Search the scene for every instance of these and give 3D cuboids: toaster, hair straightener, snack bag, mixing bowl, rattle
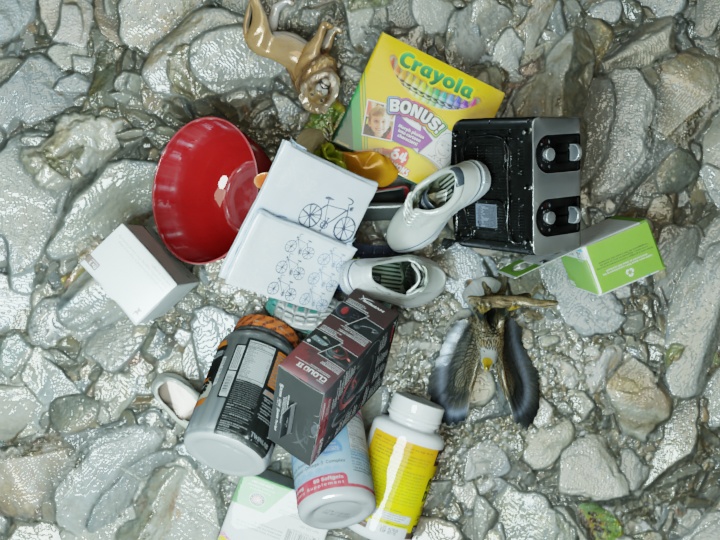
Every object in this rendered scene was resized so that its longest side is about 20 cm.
[{"bbox_3d":[0.208,-0.117,1.408,0.118,0.199,0.183,-7,99,-34],"label":"toaster"},{"bbox_3d":[-0.024,-0.080,1.482,0.197,0.041,0.078,-3,50,-3],"label":"hair straightener"},{"bbox_3d":[-0.071,-0.053,1.350,0.188,0.021,0.201,21,99,-43],"label":"snack bag"},{"bbox_3d":[-0.183,-0.106,1.437,0.198,0.108,0.203,-2,87,36],"label":"mixing bowl"},{"bbox_3d":[-0.046,-0.113,1.382,0.142,0.200,0.131,29,102,5],"label":"rattle"}]

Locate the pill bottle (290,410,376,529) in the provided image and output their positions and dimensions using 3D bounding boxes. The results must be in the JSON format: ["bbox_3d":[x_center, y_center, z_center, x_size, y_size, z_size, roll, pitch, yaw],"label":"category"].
[{"bbox_3d":[-0.044,0.245,1.430,0.107,0.109,0.202,-9,55,-2],"label":"pill bottle"}]

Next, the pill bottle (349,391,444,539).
[{"bbox_3d":[0.052,0.280,1.472,0.108,0.109,0.202,19,90,-3],"label":"pill bottle"}]

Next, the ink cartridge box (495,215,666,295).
[{"bbox_3d":[0.306,-0.003,1.461,0.198,0.148,0.076,-24,96,-1],"label":"ink cartridge box"}]

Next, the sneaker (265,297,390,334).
[{"bbox_3d":[-0.043,0.084,1.483,0.198,0.092,0.078,14,48,17],"label":"sneaker"}]

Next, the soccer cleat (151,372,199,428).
[{"bbox_3d":[-0.215,0.217,1.474,0.199,0.078,0.070,35,89,-3],"label":"soccer cleat"}]

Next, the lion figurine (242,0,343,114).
[{"bbox_3d":[-0.104,-0.320,1.485,0.199,0.072,0.123,33,102,11],"label":"lion figurine"}]

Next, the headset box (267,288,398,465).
[{"bbox_3d":[-0.041,0.143,1.340,0.075,0.150,0.200,29,46,18],"label":"headset box"}]

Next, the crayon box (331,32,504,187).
[{"bbox_3d":[0.081,-0.218,1.492,0.198,0.058,0.174,25,90,-3],"label":"crayon box"}]

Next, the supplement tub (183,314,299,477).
[{"bbox_3d":[-0.156,0.169,1.420,0.121,0.123,0.201,20,54,-3],"label":"supplement tub"}]

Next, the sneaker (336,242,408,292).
[{"bbox_3d":[0.000,0.000,1.490,0.198,0.082,0.075,18,71,-21],"label":"sneaker"}]

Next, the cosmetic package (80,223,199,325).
[{"bbox_3d":[-0.296,0.003,1.406,0.081,0.200,0.113,-42,93,-1],"label":"cosmetic package"}]

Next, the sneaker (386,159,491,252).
[{"bbox_3d":[0.088,-0.089,1.401,0.070,0.200,0.074,-1,60,-40],"label":"sneaker"}]

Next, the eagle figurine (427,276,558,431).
[{"bbox_3d":[0.185,0.120,1.485,0.151,0.150,0.202,26,127,35],"label":"eagle figurine"}]

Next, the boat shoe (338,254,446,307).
[{"bbox_3d":[0.062,0.016,1.430,0.199,0.066,0.074,-4,89,-44],"label":"boat shoe"}]

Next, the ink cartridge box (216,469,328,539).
[{"bbox_3d":[-0.134,0.399,1.476,0.144,0.088,0.202,20,88,-2],"label":"ink cartridge box"}]
